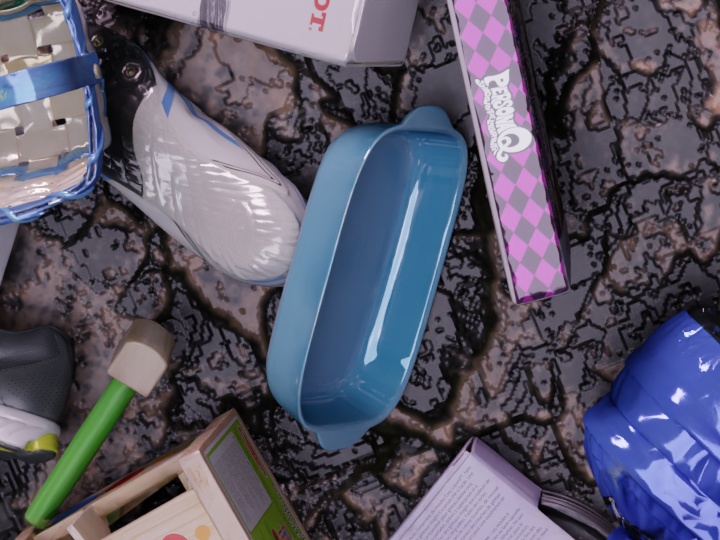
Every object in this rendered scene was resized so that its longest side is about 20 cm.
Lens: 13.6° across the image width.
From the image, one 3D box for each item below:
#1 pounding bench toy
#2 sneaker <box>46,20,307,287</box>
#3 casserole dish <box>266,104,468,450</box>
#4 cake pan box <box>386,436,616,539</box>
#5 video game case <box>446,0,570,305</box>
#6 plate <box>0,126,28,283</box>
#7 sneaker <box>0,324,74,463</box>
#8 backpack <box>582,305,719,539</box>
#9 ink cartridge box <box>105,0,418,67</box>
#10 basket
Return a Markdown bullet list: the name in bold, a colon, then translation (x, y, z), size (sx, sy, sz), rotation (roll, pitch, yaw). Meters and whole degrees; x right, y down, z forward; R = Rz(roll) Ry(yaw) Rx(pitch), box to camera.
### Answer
- **pounding bench toy**: translation (-0.134, 0.147, 1.703), size (0.156, 0.124, 0.201), rotation (-29, 94, 10)
- **sneaker**: translation (-0.103, -0.062, 1.702), size (0.200, 0.072, 0.072), rotation (44, 92, 13)
- **casserole dish**: translation (0.000, 0.000, 1.676), size (0.039, 0.121, 0.201), rotation (21, 101, 30)
- **cake pan box**: translation (0.077, 0.222, 1.729), size (0.184, 0.052, 0.200), rotation (37, 101, -2)
- **video game case**: translation (0.077, -0.093, 1.614), size (0.036, 0.181, 0.201), rotation (-12, 97, 5)
- **plate**: translation (-0.296, -0.025, 1.704), size (0.199, 0.032, 0.200), rotation (14, 75, 5)
- **sneaker**: translation (-0.254, 0.046, 1.739), size (0.199, 0.075, 0.085), rotation (20, 76, 8)
- **backpack**: translation (0.206, 0.127, 1.636), size (0.168, 0.163, 0.200), rotation (-43, 89, 0)
- **ink cartridge box**: translation (-0.060, -0.203, 1.635), size (0.199, 0.084, 0.145), rotation (18, 101, 23)
- **basket**: translation (-0.220, -0.086, 1.585), size (0.175, 0.200, 0.140), rotation (-12, 99, 7)
